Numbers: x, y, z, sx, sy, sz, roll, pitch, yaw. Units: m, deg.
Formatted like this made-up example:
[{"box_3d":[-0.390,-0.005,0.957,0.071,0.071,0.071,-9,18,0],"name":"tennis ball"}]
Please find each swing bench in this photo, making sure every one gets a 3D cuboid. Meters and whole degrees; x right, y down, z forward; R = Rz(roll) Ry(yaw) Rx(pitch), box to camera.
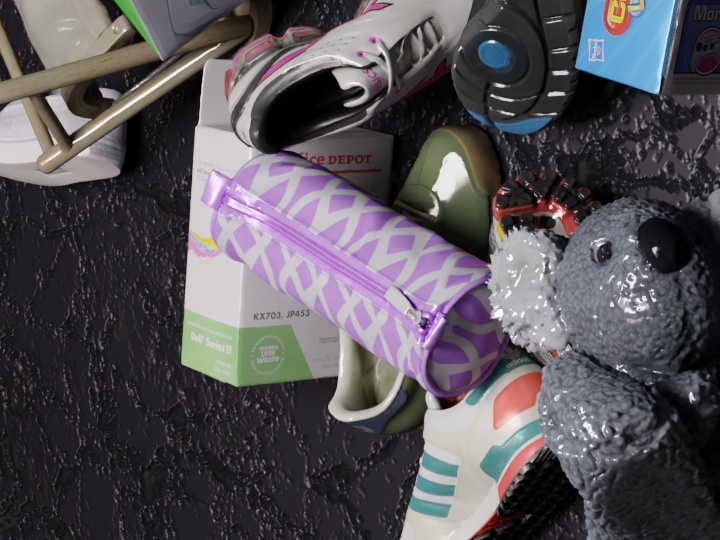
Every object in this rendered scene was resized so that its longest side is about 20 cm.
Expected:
[{"box_3d":[-0.181,-0.211,1.413,0.130,0.200,0.199,69,175,-67],"name":"swing bench"}]

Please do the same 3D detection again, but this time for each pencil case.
[{"box_3d":[0.000,0.000,1.179,0.200,0.085,0.084,31,109,37],"name":"pencil case"}]

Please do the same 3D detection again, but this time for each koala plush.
[{"box_3d":[0.156,0.044,1.038,0.184,0.177,0.200,83,169,-51],"name":"koala plush"}]

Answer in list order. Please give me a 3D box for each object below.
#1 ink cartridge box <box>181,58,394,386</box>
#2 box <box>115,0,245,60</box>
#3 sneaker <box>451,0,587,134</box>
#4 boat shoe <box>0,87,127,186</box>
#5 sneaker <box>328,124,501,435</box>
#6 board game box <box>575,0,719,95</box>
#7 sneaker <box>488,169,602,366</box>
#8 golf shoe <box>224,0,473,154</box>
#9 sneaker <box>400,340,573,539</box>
[{"box_3d":[-0.045,-0.033,1.308,0.067,0.117,0.201,17,107,51],"name":"ink cartridge box"},{"box_3d":[-0.120,-0.269,1.307,0.176,0.097,0.200,-36,66,-5],"name":"box"},{"box_3d":[0.102,-0.161,1.125,0.073,0.082,0.200,19,137,8],"name":"sneaker"},{"box_3d":[-0.246,-0.109,1.566,0.200,0.072,0.069,-3,70,55],"name":"boat shoe"},{"box_3d":[0.028,0.010,1.252,0.067,0.090,0.201,25,112,45],"name":"sneaker"},{"box_3d":[0.204,-0.184,0.957,0.056,0.200,0.196,25,111,46],"name":"board game box"},{"box_3d":[0.143,0.037,1.155,0.200,0.078,0.082,57,158,22],"name":"sneaker"},{"box_3d":[0.015,-0.126,1.203,0.200,0.073,0.092,-29,30,6],"name":"golf shoe"},{"box_3d":[0.066,0.119,1.228,0.094,0.070,0.200,64,144,24],"name":"sneaker"}]
